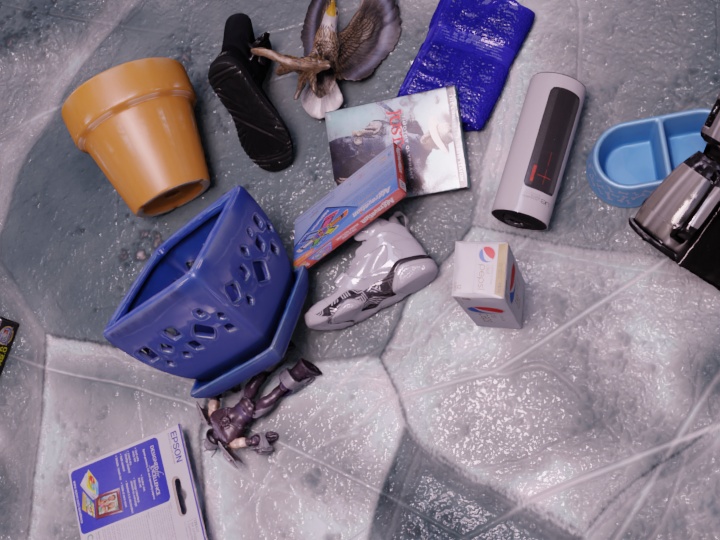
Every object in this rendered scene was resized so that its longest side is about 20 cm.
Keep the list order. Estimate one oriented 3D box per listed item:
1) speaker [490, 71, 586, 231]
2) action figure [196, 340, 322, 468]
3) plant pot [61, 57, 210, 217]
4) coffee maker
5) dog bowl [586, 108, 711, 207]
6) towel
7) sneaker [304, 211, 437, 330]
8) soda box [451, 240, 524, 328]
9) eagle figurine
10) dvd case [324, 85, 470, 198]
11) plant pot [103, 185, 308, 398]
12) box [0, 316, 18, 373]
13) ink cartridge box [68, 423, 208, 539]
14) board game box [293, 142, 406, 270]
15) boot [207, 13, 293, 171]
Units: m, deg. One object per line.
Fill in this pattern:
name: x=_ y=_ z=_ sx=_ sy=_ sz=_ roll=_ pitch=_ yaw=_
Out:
speaker: x=0.240 y=-0.158 z=1.094 sx=0.080 sy=0.081 sz=0.202 roll=15 pitch=81 yaw=21
action figure: x=-0.151 y=0.190 z=1.142 sx=0.200 sy=0.069 sz=0.130 roll=-45 pitch=75 yaw=7
plant pot: x=-0.323 y=-0.190 z=1.235 sx=0.199 sy=0.200 sz=0.185 roll=-26 pitch=86 yaw=10
coffee maker: x=0.451 y=-0.087 z=0.962 sx=0.191 sy=0.135 sz=0.201 roll=26 pitch=110 yaw=-18
dog bowl: x=0.395 y=-0.150 z=1.057 sx=0.198 sy=0.050 sz=0.113 roll=-9 pitch=74 yaw=16
towel: x=0.149 y=-0.313 z=1.178 sx=0.147 sy=0.050 sz=0.202 roll=22 pitch=84 yaw=22
sneaker: x=0.000 y=0.000 z=1.136 sx=0.198 sy=0.075 sz=0.116 roll=-27 pitch=68 yaw=5
soda box: x=0.162 y=0.022 z=1.007 sx=0.063 sy=0.200 sz=0.069 roll=2 pitch=77 yaw=18
eagle figurine: x=-0.041 y=-0.346 z=1.220 sx=0.152 sy=0.201 sz=0.151 roll=45 pitch=135 yaw=-11
dvd case: x=0.051 y=-0.174 z=1.165 sx=0.198 sy=0.022 sz=0.148 roll=-7 pitch=91 yaw=18
plant pot: x=-0.189 y=0.042 z=1.085 sx=0.199 sy=0.180 sz=0.201 roll=-29 pitch=27 yaw=32
box: x=-0.676 y=0.133 z=1.334 sx=0.198 sy=0.044 sz=0.162 roll=16 pitch=81 yaw=21
ink cartridge box: x=-0.312 y=0.349 z=1.164 sx=0.198 sy=0.047 sz=0.199 roll=-22 pitch=69 yaw=10
board game box: x=-0.019 y=-0.087 z=1.133 sx=0.199 sy=0.019 sz=0.104 roll=-35 pitch=36 yaw=28
boot: x=-0.155 y=-0.276 z=1.242 sx=0.076 sy=0.201 sz=0.169 roll=-17 pitch=37 yaw=20
